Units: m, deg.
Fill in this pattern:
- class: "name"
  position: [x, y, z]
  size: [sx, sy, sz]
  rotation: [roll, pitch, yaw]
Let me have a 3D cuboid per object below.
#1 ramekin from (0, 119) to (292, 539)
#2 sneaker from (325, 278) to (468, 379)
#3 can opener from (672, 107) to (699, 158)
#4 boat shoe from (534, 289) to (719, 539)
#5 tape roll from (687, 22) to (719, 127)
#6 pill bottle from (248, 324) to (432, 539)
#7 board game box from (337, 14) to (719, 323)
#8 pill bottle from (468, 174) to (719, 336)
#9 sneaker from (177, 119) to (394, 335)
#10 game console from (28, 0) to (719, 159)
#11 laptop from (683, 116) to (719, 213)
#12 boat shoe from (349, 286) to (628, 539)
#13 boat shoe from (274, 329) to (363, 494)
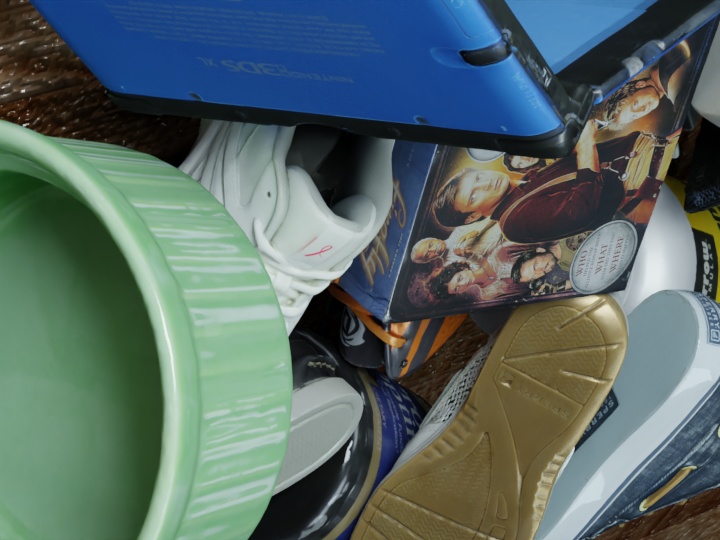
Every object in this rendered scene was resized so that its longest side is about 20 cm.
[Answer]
- class: "ramekin"
  position: [-0.121, 0.043, 1.027]
  size: [0.200, 0.200, 0.098]
  rotation: [-47, 160, 24]
- class: "sneaker"
  position: [0.000, 0.000, 1.212]
  size: [0.199, 0.078, 0.112]
  rotation: [-8, 133, -41]
- class: "can opener"
  position: [0.116, -0.104, 1.243]
  size: [0.200, 0.052, 0.067]
  rotation: [63, 48, -67]
- class: "boat shoe"
  position: [0.125, 0.091, 1.300]
  size: [0.091, 0.071, 0.200]
  rotation: [17, 131, -35]
- class: "tape roll"
  position: [0.205, -0.139, 1.135]
  size: [0.037, 0.203, 0.203]
  rotation: [31, 121, -15]
- class: "pill bottle"
  position: [-0.015, 0.099, 1.352]
  size: [0.112, 0.112, 0.200]
  rotation: [-39, 155, 9]
- class: "board game box"
  position: [0.077, -0.077, 1.117]
  size: [0.135, 0.035, 0.201]
  rotation: [-8, 126, -37]
- class: "pill bottle"
  position: [0.128, 0.006, 1.362]
  size: [0.112, 0.113, 0.200]
  rotation: [-43, 154, 19]
- class: "sneaker"
  position: [-0.039, -0.012, 1.064]
  size: [0.078, 0.099, 0.201]
  rotation: [18, 97, -29]
- class: "game console"
  position: [-0.002, -0.110, 0.948]
  size: [0.171, 0.199, 0.119]
  rotation: [51, 57, -45]
- class: "laptop"
  position: [0.249, -0.115, 1.226]
  size: [0.103, 0.201, 0.177]
  rotation: [25, 156, -23]
- class: "boat shoe"
  position: [0.061, 0.080, 1.257]
  size: [0.200, 0.071, 0.069]
  rotation: [-55, -179, 23]
- class: "boat shoe"
  position: [-0.093, 0.081, 1.197]
  size: [0.199, 0.060, 0.074]
  rotation: [-27, 149, -26]
